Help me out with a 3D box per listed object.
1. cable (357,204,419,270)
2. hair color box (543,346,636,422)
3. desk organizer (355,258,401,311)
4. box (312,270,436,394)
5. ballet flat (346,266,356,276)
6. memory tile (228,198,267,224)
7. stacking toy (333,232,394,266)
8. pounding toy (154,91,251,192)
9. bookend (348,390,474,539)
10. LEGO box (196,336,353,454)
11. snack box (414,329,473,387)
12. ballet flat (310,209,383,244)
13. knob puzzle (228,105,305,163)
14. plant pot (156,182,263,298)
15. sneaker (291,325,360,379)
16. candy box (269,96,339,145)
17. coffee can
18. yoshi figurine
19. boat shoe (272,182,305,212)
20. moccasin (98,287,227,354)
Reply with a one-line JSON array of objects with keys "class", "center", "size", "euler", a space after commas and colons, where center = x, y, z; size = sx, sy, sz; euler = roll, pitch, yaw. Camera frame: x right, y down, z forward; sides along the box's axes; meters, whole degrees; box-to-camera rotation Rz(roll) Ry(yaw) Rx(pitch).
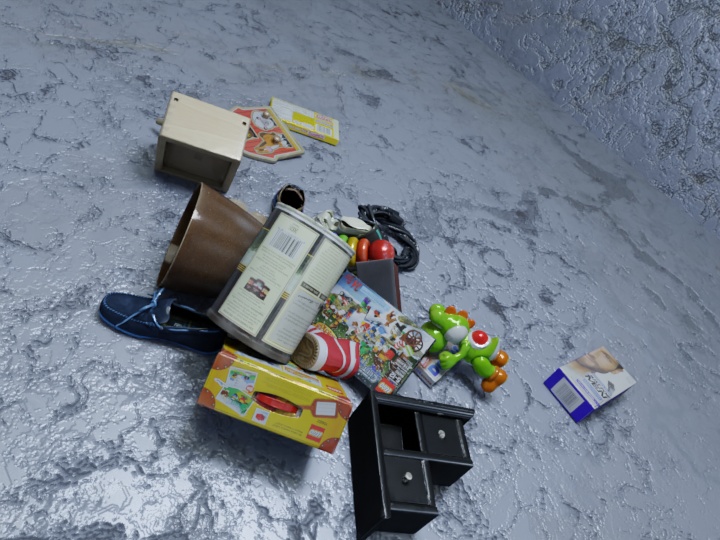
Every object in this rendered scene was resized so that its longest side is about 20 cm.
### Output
[{"class": "cable", "center": [0.061, -0.078, 1.280], "size": [0.200, 0.051, 0.164], "euler": [19, 47, -52]}, {"class": "hair color box", "center": [0.509, 0.247, 1.240], "size": [0.199, 0.065, 0.109], "euler": [-10, 53, -42]}, {"class": "desk organizer", "center": [0.042, 0.085, 1.050], "size": [0.071, 0.077, 0.201], "euler": [-7, 79, 11]}, {"class": "box", "center": [0.014, 0.115, 0.990], "size": [0.200, 0.137, 0.038], "euler": [37, 0, 16]}, {"class": "ballet flat", "center": [0.000, 0.000, 1.171], "size": [0.071, 0.072, 0.201], "euler": [14, 41, -21]}, {"class": "memory tile", "center": [-0.242, -0.062, 1.116], "size": [0.153, 0.017, 0.200], "euler": [32, 38, 0]}, {"class": "stacking toy", "center": [-0.031, -0.040, 1.116], "size": [0.199, 0.086, 0.086], "euler": [3, 39, 7]}, {"class": "pounding toy", "center": [-0.339, -0.270, 1.157], "size": [0.183, 0.200, 0.143], "euler": [16, 69, -19]}, {"class": "bookend", "center": [0.092, 0.310, 0.874], "size": [0.198, 0.092, 0.201], "euler": [15, 42, -20]}, {"class": "LEGO box", "center": [-0.124, 0.177, 0.825], "size": [0.199, 0.078, 0.149], "euler": [24, -2, -10]}, {"class": "snack box", "center": [0.171, 0.161, 1.140], "size": [0.072, 0.024, 0.200], "euler": [46, 41, 14]}, {"class": "ballet flat", "center": [-0.048, -0.091, 1.170], "size": [0.199, 0.069, 0.068], "euler": [9, 49, 16]}, {"class": "knob puzzle", "center": [-0.258, -0.343, 1.382], "size": [0.218, 0.030, 0.221], "euler": [15, 48, -18]}, {"class": "plant pot", "center": [-0.217, -0.023, 0.966], "size": [0.199, 0.187, 0.188], "euler": [24, 38, -22]}, {"class": "sneaker", "center": [-0.074, 0.124, 0.954], "size": [0.112, 0.072, 0.200], "euler": [22, 6, -33]}, {"class": "candy box", "center": [-0.154, -0.409, 1.538], "size": [0.199, 0.026, 0.103], "euler": [16, 40, -18]}, {"class": "coffee can", "center": [-0.120, 0.019, 0.862], "size": [0.146, 0.201, 0.146], "euler": [32, -5, 3]}, {"class": "yoshi figurine", "center": [0.190, 0.150, 1.094], "size": [0.200, 0.112, 0.112], "euler": [42, 78, -13]}, {"class": "boat shoe", "center": [-0.148, -0.145, 1.209], "size": [0.072, 0.073, 0.200], "euler": [20, 31, -16]}, {"class": "moccasin", "center": [-0.306, 0.068, 0.892], "size": [0.199, 0.068, 0.081], "euler": [17, 41, -17]}]
